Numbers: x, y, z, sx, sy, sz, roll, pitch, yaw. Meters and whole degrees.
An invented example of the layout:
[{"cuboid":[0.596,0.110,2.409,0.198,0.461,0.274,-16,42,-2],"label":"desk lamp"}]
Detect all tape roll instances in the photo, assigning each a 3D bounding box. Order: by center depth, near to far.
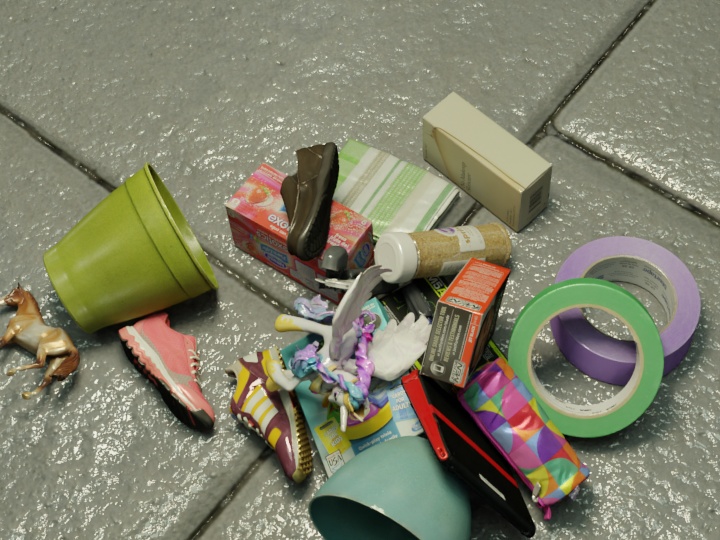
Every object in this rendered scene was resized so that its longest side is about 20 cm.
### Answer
[{"cuboid":[0.290,0.112,1.562,0.197,0.048,0.203,2,99,9],"label":"tape roll"},{"cuboid":[0.362,0.053,1.658,0.197,0.066,0.202,-2,57,3],"label":"tape roll"}]

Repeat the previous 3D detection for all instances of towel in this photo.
[{"cuboid":[0.030,-0.108,1.809,0.198,0.031,0.150,27,60,21],"label":"towel"}]

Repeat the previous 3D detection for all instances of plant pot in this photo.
[{"cuboid":[0.056,0.281,1.451,0.198,0.201,0.135,25,58,18],"label":"plant pot"},{"cuboid":[-0.329,-0.014,1.684,0.191,0.201,0.201,-30,59,-1],"label":"plant pot"}]

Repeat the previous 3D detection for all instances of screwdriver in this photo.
[{"cuboid":[0.104,0.095,1.610,0.028,0.029,0.201,-20,52,-11],"label":"screwdriver"}]

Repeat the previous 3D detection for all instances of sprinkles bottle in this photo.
[{"cuboid":[0.116,-0.026,1.675,0.198,0.069,0.069,-7,52,-34],"label":"sprinkles bottle"}]

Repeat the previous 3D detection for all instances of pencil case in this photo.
[{"cuboid":[0.204,0.208,1.522,0.088,0.088,0.201,-35,83,-19],"label":"pencil case"}]

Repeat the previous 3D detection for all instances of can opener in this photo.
[{"cuboid":[0.000,0.000,1.638,0.053,0.200,0.068,10,96,23],"label":"can opener"}]

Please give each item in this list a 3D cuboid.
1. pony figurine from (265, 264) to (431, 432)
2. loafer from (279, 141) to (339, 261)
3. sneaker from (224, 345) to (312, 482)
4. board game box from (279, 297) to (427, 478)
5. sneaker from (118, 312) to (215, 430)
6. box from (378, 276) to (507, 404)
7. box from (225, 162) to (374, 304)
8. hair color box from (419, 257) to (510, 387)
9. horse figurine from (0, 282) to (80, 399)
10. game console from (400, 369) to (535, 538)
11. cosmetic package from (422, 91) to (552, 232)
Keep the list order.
[{"cuboid":[-0.022,0.095,1.507,0.199,0.167,0.194,17,68,48],"label":"pony figurine"},{"cuboid":[-0.077,-0.094,1.662,0.070,0.074,0.202,3,48,11],"label":"loafer"},{"cuboid":[-0.124,0.199,1.595,0.089,0.075,0.202,-19,51,1],"label":"sneaker"},{"cuboid":[-0.003,0.159,1.574,0.150,0.047,0.202,-29,61,7],"label":"board game box"},{"cuboid":[-0.247,0.128,1.640,0.086,0.074,0.200,-35,61,-20],"label":"sneaker"},{"cuboid":[0.078,0.117,1.646,0.192,0.048,0.201,-28,59,-17],"label":"box"},{"cuboid":[-0.085,-0.052,1.732,0.199,0.103,0.095,28,61,21],"label":"box"},{"cuboid":[0.136,0.062,1.533,0.061,0.103,0.200,17,21,12],"label":"hair color box"},{"cuboid":[-0.456,0.104,1.675,0.198,0.050,0.132,25,44,28],"label":"horse figurine"},{"cuboid":[0.129,0.221,1.473,0.031,0.200,0.178,-38,34,13],"label":"game console"},{"cuboid":[0.185,-0.161,1.786,0.073,0.104,0.200,-40,62,-20],"label":"cosmetic package"}]
